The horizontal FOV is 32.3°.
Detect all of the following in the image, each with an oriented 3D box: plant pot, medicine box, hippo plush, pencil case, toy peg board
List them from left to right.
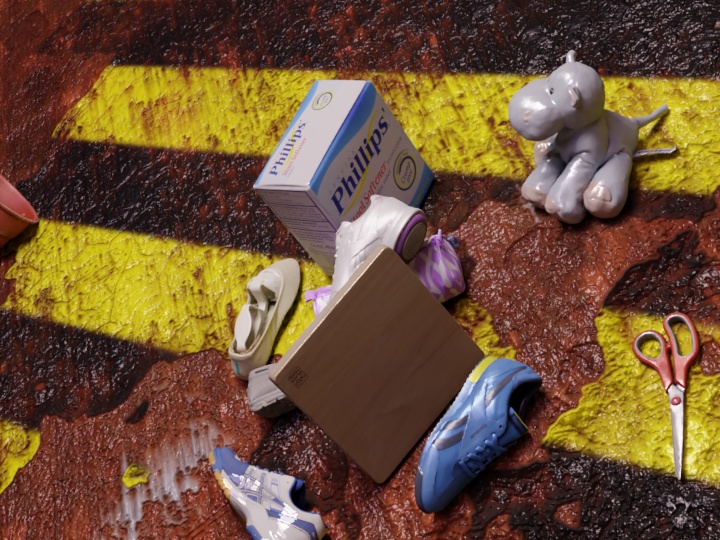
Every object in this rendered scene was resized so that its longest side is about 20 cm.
[{"bbox_3d":[-0.687,-0.079,2.110,0.195,0.201,0.201,-47,42,2],"label":"plant pot"},{"bbox_3d":[-0.017,-0.118,1.645,0.102,0.200,0.183,7,58,39],"label":"medicine box"},{"bbox_3d":[0.005,0.102,1.454,0.200,0.199,0.098,-49,27,-12],"label":"toy peg board"},{"bbox_3d":[0.036,0.024,1.570,0.199,0.086,0.084,-27,37,15],"label":"pencil case"},{"bbox_3d":[0.267,-0.164,1.511,0.199,0.161,0.160,-19,45,21],"label":"hippo plush"}]

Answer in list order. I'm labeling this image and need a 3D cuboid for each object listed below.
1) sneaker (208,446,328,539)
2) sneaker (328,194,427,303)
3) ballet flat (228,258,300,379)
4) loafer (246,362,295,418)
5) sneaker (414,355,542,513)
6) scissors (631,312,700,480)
[{"bbox_3d":[-0.109,0.271,1.480,0.088,0.076,0.200,-34,47,-12],"label":"sneaker"},{"bbox_3d":[0.000,0.000,1.519,0.099,0.075,0.201,32,88,33],"label":"sneaker"},{"bbox_3d":[-0.133,0.051,1.681,0.069,0.070,0.201,-7,50,31],"label":"ballet flat"},{"bbox_3d":[-0.059,0.119,1.562,0.199,0.070,0.070,-24,61,17],"label":"loafer"},{"bbox_3d":[0.132,0.185,1.376,0.078,0.066,0.201,18,66,39],"label":"sneaker"},{"bbox_3d":[0.339,0.127,1.316,0.073,0.014,0.201,-23,43,15],"label":"scissors"}]
